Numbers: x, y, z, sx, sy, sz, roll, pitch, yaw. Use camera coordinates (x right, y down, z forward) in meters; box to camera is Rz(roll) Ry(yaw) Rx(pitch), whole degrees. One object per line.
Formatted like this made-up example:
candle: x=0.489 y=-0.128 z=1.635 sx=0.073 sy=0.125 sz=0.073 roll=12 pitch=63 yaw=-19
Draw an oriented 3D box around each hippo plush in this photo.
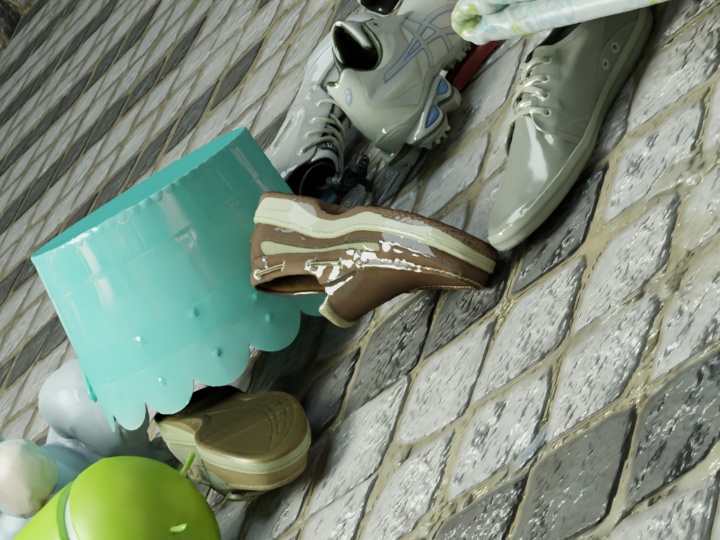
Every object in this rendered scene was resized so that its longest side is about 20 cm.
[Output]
hippo plush: x=-0.199 y=0.158 z=1.695 sx=0.161 sy=0.159 sz=0.201 roll=-43 pitch=-34 yaw=-33

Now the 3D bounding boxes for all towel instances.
towel: x=0.166 y=-0.209 z=1.407 sx=0.199 sy=0.048 sz=0.171 roll=-8 pitch=28 yaw=50

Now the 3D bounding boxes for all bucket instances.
bucket: x=-0.120 y=0.002 z=1.622 sx=0.206 sy=0.135 sz=0.207 roll=-30 pitch=8 yaw=4

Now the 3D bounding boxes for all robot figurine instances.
robot figurine: x=-0.169 y=0.200 z=1.498 sx=0.200 sy=0.115 sz=0.176 roll=-45 pitch=24 yaw=24

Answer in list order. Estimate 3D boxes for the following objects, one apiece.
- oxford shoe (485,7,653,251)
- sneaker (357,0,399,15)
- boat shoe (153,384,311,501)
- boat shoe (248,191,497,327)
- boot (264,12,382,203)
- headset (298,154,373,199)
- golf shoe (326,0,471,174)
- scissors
oxford shoe: x=0.116 y=-0.099 z=1.433 sx=0.075 sy=0.058 sz=0.201 roll=-21 pitch=37 yaw=58
sneaker: x=0.064 y=-0.283 z=1.952 sx=0.200 sy=0.075 sz=0.088 roll=-40 pitch=36 yaw=47
boat shoe: x=-0.078 y=0.121 z=1.530 sx=0.073 sy=0.063 sz=0.200 roll=-27 pitch=14 yaw=-22
boat shoe: x=0.004 y=0.002 z=1.475 sx=0.202 sy=0.074 sz=0.075 roll=10 pitch=80 yaw=50
boot: x=-0.024 y=-0.102 z=1.818 sx=0.201 sy=0.073 sz=0.096 roll=-59 pitch=22 yaw=9
headset: x=-0.084 y=-0.031 z=1.760 sx=0.199 sy=0.124 sz=0.094 roll=-27 pitch=7 yaw=27
golf shoe: x=0.026 y=-0.165 z=1.700 sx=0.078 sy=0.097 sz=0.201 roll=-43 pitch=21 yaw=30
scissors: x=0.064 y=-0.131 z=1.722 sx=0.201 sy=0.014 sz=0.073 roll=-55 pitch=19 yaw=-3
